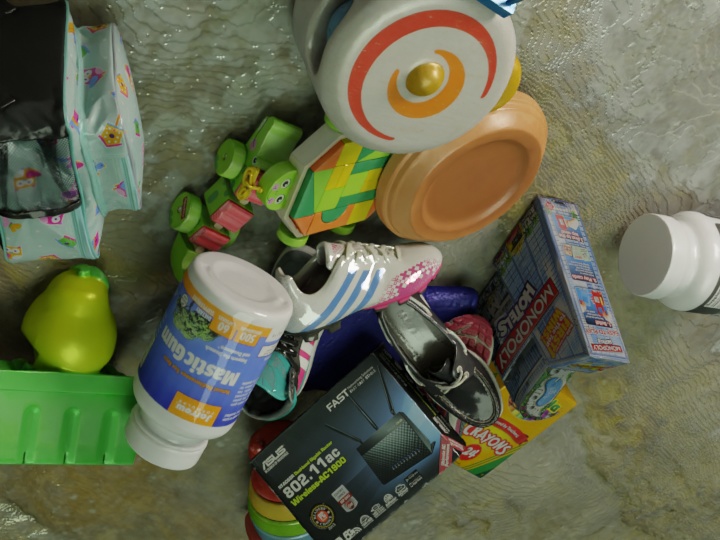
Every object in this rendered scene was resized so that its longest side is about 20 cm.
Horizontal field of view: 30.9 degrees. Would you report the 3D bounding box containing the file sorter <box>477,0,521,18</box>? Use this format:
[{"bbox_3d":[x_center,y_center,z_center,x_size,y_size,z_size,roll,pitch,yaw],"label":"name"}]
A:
[{"bbox_3d":[0.094,-0.318,1.012,0.199,0.140,0.122,26,161,-30],"label":"file sorter"}]

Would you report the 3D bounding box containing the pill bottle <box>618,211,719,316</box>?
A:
[{"bbox_3d":[0.407,-0.007,1.516,0.198,0.116,0.116,8,129,-28],"label":"pill bottle"}]

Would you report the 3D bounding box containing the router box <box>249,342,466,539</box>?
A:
[{"bbox_3d":[-0.003,0.204,1.453,0.200,0.150,0.062,-42,177,12],"label":"router box"}]

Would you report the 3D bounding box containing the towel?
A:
[{"bbox_3d":[0.026,0.074,1.491,0.198,0.050,0.149,0,127,-23],"label":"towel"}]

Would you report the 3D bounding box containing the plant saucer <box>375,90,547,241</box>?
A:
[{"bbox_3d":[0.110,-0.097,1.328,0.199,0.038,0.201,-22,147,-16],"label":"plant saucer"}]

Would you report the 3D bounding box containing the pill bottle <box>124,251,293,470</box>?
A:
[{"bbox_3d":[-0.155,0.093,1.273,0.111,0.112,0.201,15,114,-33],"label":"pill bottle"}]

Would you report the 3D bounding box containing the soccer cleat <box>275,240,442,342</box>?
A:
[{"bbox_3d":[0.000,0.000,1.332,0.199,0.070,0.087,-26,119,-26],"label":"soccer cleat"}]

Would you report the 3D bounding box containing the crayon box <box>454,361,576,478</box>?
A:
[{"bbox_3d":[0.183,0.170,1.645,0.200,0.051,0.127,-41,133,18],"label":"crayon box"}]

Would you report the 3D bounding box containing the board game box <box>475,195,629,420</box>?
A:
[{"bbox_3d":[0.206,0.061,1.437,0.061,0.201,0.201,9,128,-31],"label":"board game box"}]

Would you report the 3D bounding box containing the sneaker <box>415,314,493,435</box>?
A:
[{"bbox_3d":[0.098,0.139,1.501,0.075,0.080,0.201,-17,135,-62],"label":"sneaker"}]

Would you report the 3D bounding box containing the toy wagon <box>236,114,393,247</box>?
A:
[{"bbox_3d":[-0.033,-0.089,1.263,0.199,0.040,0.156,-18,143,-44],"label":"toy wagon"}]

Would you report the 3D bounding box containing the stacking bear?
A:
[{"bbox_3d":[-0.090,0.262,1.586,0.120,0.114,0.201,-14,132,-9],"label":"stacking bear"}]

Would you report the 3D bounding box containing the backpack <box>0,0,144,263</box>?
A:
[{"bbox_3d":[-0.260,-0.107,1.100,0.152,0.177,0.201,-3,138,-14],"label":"backpack"}]

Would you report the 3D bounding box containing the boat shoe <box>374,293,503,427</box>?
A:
[{"bbox_3d":[0.085,0.096,1.409,0.074,0.060,0.201,-34,100,9],"label":"boat shoe"}]

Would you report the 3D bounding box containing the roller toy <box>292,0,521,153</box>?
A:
[{"bbox_3d":[0.040,-0.202,1.155,0.181,0.140,0.201,-24,137,2],"label":"roller toy"}]

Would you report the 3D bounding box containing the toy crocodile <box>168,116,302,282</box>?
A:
[{"bbox_3d":[-0.125,-0.069,1.274,0.067,0.062,0.200,24,120,-38],"label":"toy crocodile"}]

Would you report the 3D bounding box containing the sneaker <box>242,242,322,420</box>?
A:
[{"bbox_3d":[-0.090,0.078,1.370,0.083,0.121,0.202,17,119,9],"label":"sneaker"}]

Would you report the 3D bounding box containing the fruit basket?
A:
[{"bbox_3d":[-0.312,0.097,1.327,0.214,0.218,0.155,20,163,-36],"label":"fruit basket"}]
